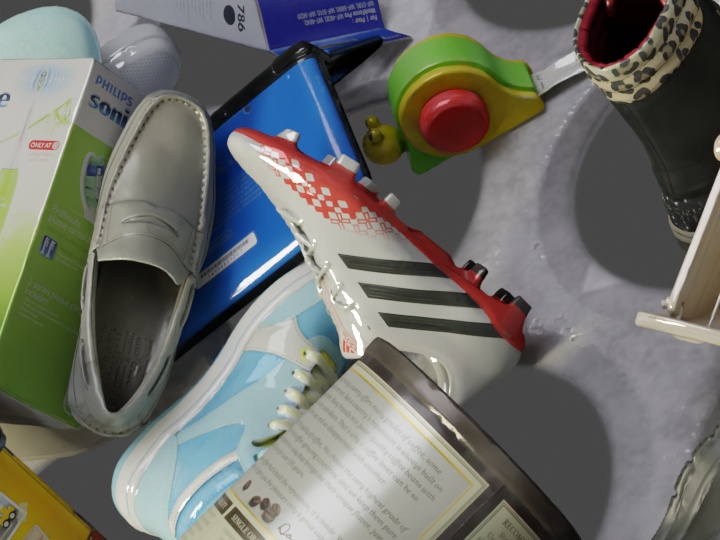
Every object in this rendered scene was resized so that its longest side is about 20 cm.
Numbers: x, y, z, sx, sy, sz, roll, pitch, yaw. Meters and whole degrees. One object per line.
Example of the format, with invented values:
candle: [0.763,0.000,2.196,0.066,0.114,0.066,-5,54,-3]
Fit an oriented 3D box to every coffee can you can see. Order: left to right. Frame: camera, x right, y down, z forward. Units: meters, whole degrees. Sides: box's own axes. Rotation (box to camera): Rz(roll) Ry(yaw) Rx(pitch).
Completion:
coffee can: [-0.011,0.154,1.248,0.200,0.146,0.146,-44,40,-4]

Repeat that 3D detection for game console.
game console: [-0.062,-0.040,1.506,0.200,0.118,0.171,-38,55,23]

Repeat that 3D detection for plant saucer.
plant saucer: [-0.228,-0.075,1.619,0.201,0.039,0.201,-25,47,30]

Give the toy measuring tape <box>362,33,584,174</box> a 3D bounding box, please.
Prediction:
toy measuring tape: [0.083,-0.124,1.490,0.200,0.074,0.074,-30,41,13]

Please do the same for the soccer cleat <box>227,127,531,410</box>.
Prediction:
soccer cleat: [0.000,0.000,1.359,0.085,0.200,0.069,-53,9,-4]

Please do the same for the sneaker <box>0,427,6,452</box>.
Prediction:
sneaker: [-0.267,0.089,1.348,0.200,0.079,0.096,16,55,35]

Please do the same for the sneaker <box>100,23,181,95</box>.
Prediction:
sneaker: [-0.168,-0.060,1.637,0.200,0.074,0.116,-50,42,2]

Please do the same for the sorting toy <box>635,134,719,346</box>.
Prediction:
sorting toy: [0.262,-0.028,1.243,0.180,0.107,0.200,17,79,32]

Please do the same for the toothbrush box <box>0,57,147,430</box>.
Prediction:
toothbrush box: [-0.210,-0.017,1.473,0.145,0.086,0.200,4,69,40]

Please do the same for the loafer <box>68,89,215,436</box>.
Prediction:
loafer: [-0.118,-0.006,1.405,0.070,0.070,0.201,147,133,-76]

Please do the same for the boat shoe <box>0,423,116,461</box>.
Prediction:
boat shoe: [-0.215,0.084,1.537,0.200,0.072,0.060,-22,46,30]

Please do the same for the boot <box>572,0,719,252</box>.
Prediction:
boot: [0.192,-0.130,1.342,0.073,0.154,0.204,3,55,39]

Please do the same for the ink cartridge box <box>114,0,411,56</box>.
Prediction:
ink cartridge box: [-0.066,-0.178,1.644,0.099,0.039,0.200,-16,25,-38]

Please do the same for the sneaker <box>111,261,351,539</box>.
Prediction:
sneaker: [-0.032,0.089,1.385,0.200,0.080,0.130,-50,43,-6]

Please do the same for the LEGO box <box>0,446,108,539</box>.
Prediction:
LEGO box: [-0.255,0.187,1.410,0.077,0.149,0.200,17,65,45]

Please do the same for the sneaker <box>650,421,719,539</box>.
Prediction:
sneaker: [0.174,0.144,1.183,0.200,0.076,0.091,-49,49,0]
